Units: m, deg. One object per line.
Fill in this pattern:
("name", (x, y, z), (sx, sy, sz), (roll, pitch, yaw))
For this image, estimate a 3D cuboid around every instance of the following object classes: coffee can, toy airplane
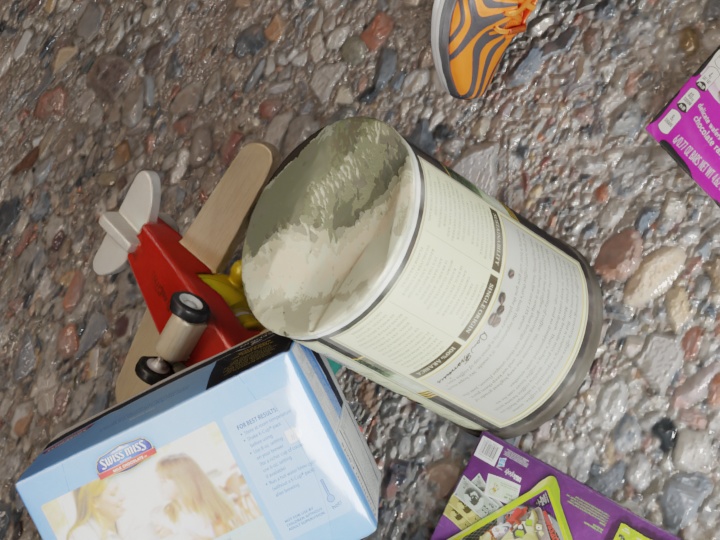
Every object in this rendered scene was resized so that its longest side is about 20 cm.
("coffee can", (0.043, 0.009, 1.062), (0.146, 0.199, 0.148), (-24, 53, 35))
("toy airplane", (-0.125, 0.014, 1.282), (0.199, 0.140, 0.201), (-15, 68, 51))

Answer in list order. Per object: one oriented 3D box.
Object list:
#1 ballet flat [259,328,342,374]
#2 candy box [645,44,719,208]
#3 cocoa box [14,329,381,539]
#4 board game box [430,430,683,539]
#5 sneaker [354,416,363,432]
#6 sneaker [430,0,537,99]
("ballet flat", (0.000, 0.000, 1.180), (0.200, 0.068, 0.067), (-45, 59, -9))
("candy box", (0.285, -0.114, 0.986), (0.200, 0.061, 0.137), (-49, 41, 14))
("cocoa box", (-0.100, 0.137, 1.074), (0.199, 0.134, 0.131), (-26, 7, 6))
("board game box", (0.120, 0.190, 1.012), (0.199, 0.032, 0.121), (26, 85, 50))
("sneaker", (-0.086, 0.156, 1.213), (0.199, 0.070, 0.094), (-14, 54, 37))
("sneaker", (0.120, -0.203, 1.176), (0.111, 0.077, 0.202), (26, 124, 25))
